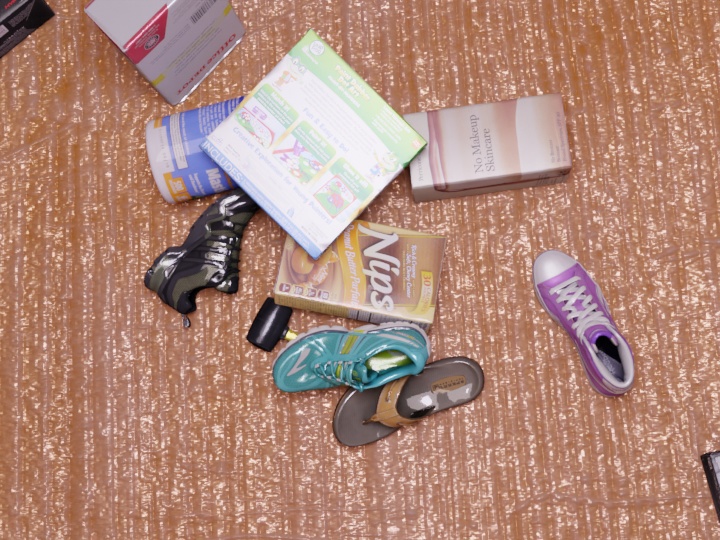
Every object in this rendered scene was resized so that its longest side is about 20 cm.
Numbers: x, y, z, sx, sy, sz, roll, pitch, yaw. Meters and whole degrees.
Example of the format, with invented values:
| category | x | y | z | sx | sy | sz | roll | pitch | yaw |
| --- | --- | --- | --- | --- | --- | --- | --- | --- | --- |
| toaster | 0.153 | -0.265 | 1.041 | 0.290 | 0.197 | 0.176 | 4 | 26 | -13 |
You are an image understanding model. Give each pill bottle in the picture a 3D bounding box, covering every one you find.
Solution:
| category | x | y | z | sx | sy | sz | roll | pitch | yaw |
| --- | --- | --- | --- | --- | --- | --- | --- | --- | --- |
| pill bottle | -0.164 | -0.161 | 1.448 | 0.199 | 0.112 | 0.113 | -14 | 79 | 3 |

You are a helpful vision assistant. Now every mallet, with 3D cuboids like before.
| category | x | y | z | sx | sy | sz | roll | pitch | yaw |
| --- | --- | --- | --- | --- | --- | --- | --- | --- | --- |
| mallet | -0.043 | 0.094 | 1.436 | 0.199 | 0.041 | 0.066 | 19 | 80 | 4 |

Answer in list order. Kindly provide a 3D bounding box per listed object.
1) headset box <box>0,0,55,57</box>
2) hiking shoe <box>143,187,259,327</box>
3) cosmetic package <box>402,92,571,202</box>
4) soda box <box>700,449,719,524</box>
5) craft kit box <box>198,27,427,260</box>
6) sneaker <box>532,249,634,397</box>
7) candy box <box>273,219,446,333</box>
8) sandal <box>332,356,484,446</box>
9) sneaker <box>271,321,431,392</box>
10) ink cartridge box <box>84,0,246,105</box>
| category | x | y | z | sx | sy | sz | roll | pitch | yaw |
| --- | --- | --- | --- | --- | --- | --- | --- | --- | --- |
| headset box | -0.539 | -0.388 | 1.542 | 0.148 | 0.075 | 0.200 | -39 | 79 | -2 |
| hiking shoe | -0.178 | -0.022 | 1.454 | 0.200 | 0.076 | 0.101 | -44 | 88 | 6 |
| cosmetic package | 0.158 | -0.154 | 1.429 | 0.199 | 0.087 | 0.104 | -9 | 81 | 4 |
| soda box | 0.461 | 0.306 | 1.329 | 0.063 | 0.071 | 0.201 | -14 | 79 | 4 |
| craft kit box | -0.056 | -0.151 | 1.370 | 0.200 | 0.049 | 0.198 | 45 | 93 | 0 |
| sneaker | 0.275 | 0.055 | 1.370 | 0.072 | 0.114 | 0.201 | -31 | 78 | 1 |
| candy box | 0.000 | 0.000 | 1.417 | 0.199 | 0.055 | 0.116 | 11 | 73 | 1 |
| sandal | 0.060 | 0.162 | 1.392 | 0.199 | 0.055 | 0.082 | -15 | 100 | -1 |
| sneaker | -0.013 | 0.109 | 1.366 | 0.199 | 0.080 | 0.078 | -13 | 113 | 8 |
| ink cartridge box | -0.242 | -0.314 | 1.438 | 0.083 | 0.200 | 0.145 | 43 | 87 | 14 |
